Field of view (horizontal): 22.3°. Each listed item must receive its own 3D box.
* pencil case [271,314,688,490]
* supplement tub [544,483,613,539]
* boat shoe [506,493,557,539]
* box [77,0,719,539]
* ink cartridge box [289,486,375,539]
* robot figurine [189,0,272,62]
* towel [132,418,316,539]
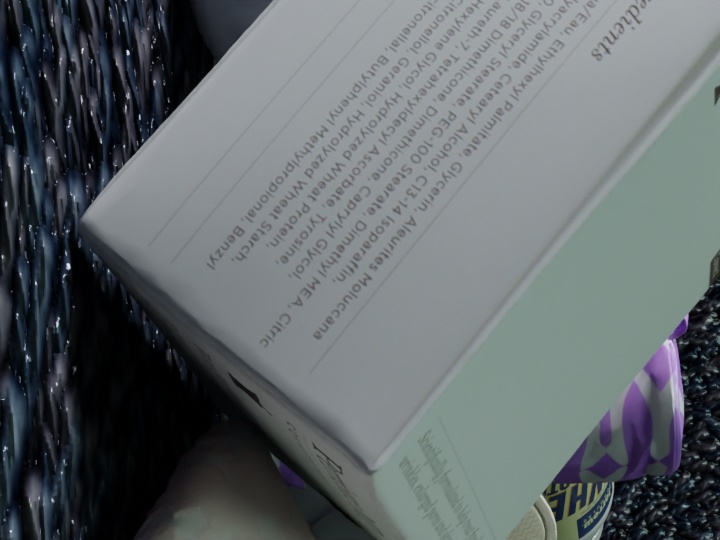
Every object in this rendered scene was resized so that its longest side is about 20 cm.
[{"bbox_3d":[0.047,0.052,0.796,0.084,0.198,0.086,-94,180,-46],"label":"pencil case"},{"bbox_3d":[0.141,0.157,1.556,0.201,0.144,0.146,76,13,-48],"label":"supplement tub"},{"bbox_3d":[0.038,0.076,0.982,0.201,0.072,0.068,58,10,7],"label":"boat shoe"},{"bbox_3d":[0.034,-0.015,0.647,0.200,0.130,0.199,-49,159,-10],"label":"box"},{"bbox_3d":[0.009,0.180,0.908,0.116,0.067,0.201,-79,164,-60],"label":"ink cartridge box"},{"bbox_3d":[-0.002,-0.147,0.750,0.113,0.169,0.201,-18,-133,56],"label":"robot figurine"},{"bbox_3d":[-0.027,0.165,0.575,0.192,0.032,0.200,63,17,-12],"label":"towel"}]
